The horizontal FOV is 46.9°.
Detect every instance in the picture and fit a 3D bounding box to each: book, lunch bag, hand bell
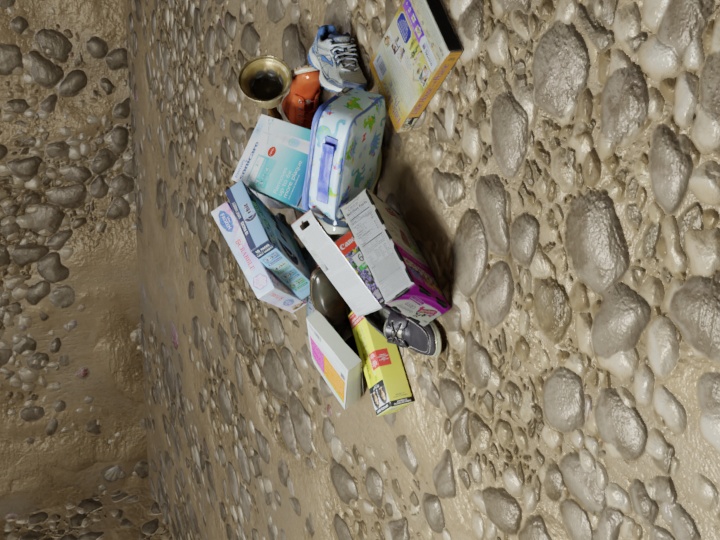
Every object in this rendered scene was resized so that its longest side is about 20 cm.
[{"bbox_3d":[-0.053,0.173,1.600,0.134,0.048,0.200,49,162,21],"label":"book"},{"bbox_3d":[-0.029,-0.192,1.364,0.082,0.161,0.200,21,127,16],"label":"lunch bag"},{"bbox_3d":[-0.180,-0.332,1.672,0.200,0.104,0.104,86,167,-70],"label":"hand bell"}]

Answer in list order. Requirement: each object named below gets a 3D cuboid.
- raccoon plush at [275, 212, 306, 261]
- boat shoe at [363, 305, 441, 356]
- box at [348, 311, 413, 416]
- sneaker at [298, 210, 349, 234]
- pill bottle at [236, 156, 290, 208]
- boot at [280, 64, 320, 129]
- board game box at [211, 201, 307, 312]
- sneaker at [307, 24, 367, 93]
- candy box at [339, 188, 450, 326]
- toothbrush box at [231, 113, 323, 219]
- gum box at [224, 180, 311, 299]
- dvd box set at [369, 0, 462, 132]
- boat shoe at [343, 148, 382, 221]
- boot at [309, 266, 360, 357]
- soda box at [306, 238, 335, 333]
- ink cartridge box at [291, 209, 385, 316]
[{"bbox_3d":[-0.155,-0.032,1.753,0.200,0.097,0.134,57,175,49],"label":"raccoon plush"},{"bbox_3d":[0.068,0.100,1.428,0.200,0.065,0.072,35,127,56],"label":"boat shoe"},{"bbox_3d":[0.036,0.160,1.528,0.075,0.050,0.201,134,124,-60],"label":"box"},{"bbox_3d":[-0.072,-0.144,1.646,0.200,0.075,0.085,37,123,48],"label":"sneaker"},{"bbox_3d":[-0.188,-0.198,1.812,0.200,0.111,0.112,34,127,56],"label":"pill bottle"},{"bbox_3d":[-0.107,-0.340,1.660,0.200,0.075,0.108,142,114,-70],"label":"boot"},{"bbox_3d":[-0.196,-0.022,1.634,0.200,0.041,0.200,59,-173,16],"label":"board game box"},{"bbox_3d":[-0.041,-0.384,1.503,0.200,0.077,0.085,55,139,42],"label":"sneaker"},{"bbox_3d":[0.055,-0.020,1.338,0.061,0.136,0.200,-34,57,16],"label":"candy box"},{"bbox_3d":[-0.133,-0.202,1.601,0.200,0.085,0.147,26,90,40],"label":"toothbrush box"},{"bbox_3d":[-0.171,-0.057,1.607,0.200,0.044,0.170,48,-168,-51],"label":"gum box"},{"bbox_3d":[0.082,-0.335,1.312,0.200,0.029,0.147,-53,51,54],"label":"dvd box set"},{"bbox_3d":[-0.008,-0.176,1.502,0.074,0.066,0.201,44,135,51],"label":"boat shoe"},{"bbox_3d":[-0.035,0.088,1.602,0.097,0.075,0.200,36,151,55],"label":"boot"},{"bbox_3d":[-0.068,0.040,1.684,0.064,0.068,0.201,32,125,58],"label":"soda box"},{"bbox_3d":[-0.027,-0.020,1.401,0.200,0.050,0.109,54,155,-5],"label":"ink cartridge box"}]
